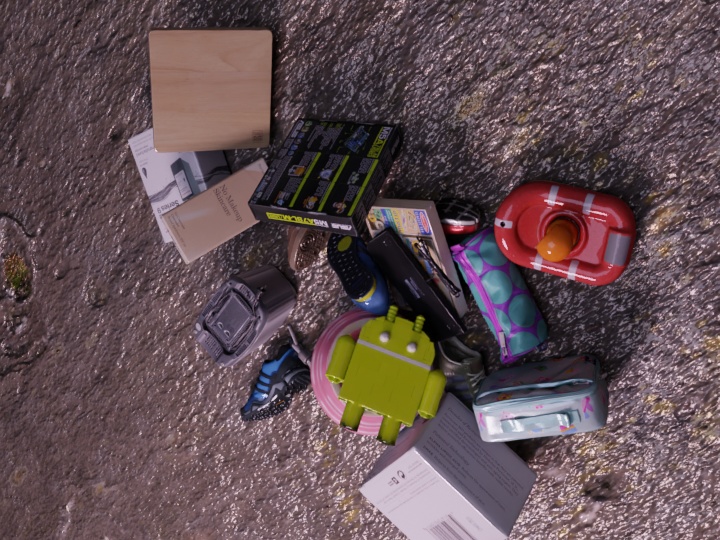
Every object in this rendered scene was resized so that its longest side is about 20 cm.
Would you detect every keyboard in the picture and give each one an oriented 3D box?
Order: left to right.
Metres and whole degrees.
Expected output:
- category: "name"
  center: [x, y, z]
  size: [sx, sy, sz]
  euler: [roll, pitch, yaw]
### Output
- category: "keyboard"
  center: [0.098, 0.017, 1.243]
  size: [0.201, 0.021, 0.127]
  euler: [52, 146, -6]

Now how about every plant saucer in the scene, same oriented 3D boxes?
- category: "plant saucer"
  center: [0.020, 0.154, 1.275]
  size: [0.196, 0.051, 0.205]
  euler: [1, 74, -5]

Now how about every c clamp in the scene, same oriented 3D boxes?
- category: "c clamp"
  center: [-0.055, 0.198, 1.397]
  size: [0.027, 0.172, 0.200]
  euler: [-39, 64, -12]

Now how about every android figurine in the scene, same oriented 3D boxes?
- category: "android figurine"
  center: [0.042, 0.155, 1.231]
  size: [0.179, 0.041, 0.203]
  euler: [22, 76, 1]

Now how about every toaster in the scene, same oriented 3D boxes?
- category: "toaster"
  center: [-0.200, 0.071, 1.453]
  size: [0.114, 0.129, 0.201]
  euler: [45, 120, 9]

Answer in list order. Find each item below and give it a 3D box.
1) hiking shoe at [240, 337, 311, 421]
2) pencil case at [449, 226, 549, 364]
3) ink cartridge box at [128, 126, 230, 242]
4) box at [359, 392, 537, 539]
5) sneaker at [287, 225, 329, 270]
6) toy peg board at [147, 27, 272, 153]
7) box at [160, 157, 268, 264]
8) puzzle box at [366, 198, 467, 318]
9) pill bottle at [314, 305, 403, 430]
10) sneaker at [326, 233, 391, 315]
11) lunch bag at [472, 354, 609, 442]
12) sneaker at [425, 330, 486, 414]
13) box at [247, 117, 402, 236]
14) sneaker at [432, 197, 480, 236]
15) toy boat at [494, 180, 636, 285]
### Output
- category: "hiking shoe"
  center: [-0.163, 0.213, 1.519]
  size: [0.200, 0.074, 0.088]
  euler: [-41, 58, 32]
- category: "pencil case"
  center: [0.212, 0.039, 1.238]
  size: [0.085, 0.092, 0.203]
  euler: [-29, 87, 48]
- category: "ink cartridge box"
  center: [-0.317, -0.170, 1.477]
  size: [0.144, 0.084, 0.204]
  euler: [-17, 96, 31]
- category: "box"
  center: [0.138, 0.340, 1.296]
  size: [0.200, 0.131, 0.199]
  euler: [42, 138, 2]
- category: "sneaker"
  center: [-0.093, -0.103, 1.394]
  size: [0.075, 0.070, 0.203]
  euler: [33, 113, 36]
- category: "toy peg board"
  center: [-0.256, -0.316, 1.365]
  size: [0.098, 0.196, 0.203]
  euler: [-122, 31, -54]
- category: "box"
  center: [-0.233, -0.102, 1.382]
  size: [0.096, 0.198, 0.078]
  euler: [58, 166, -7]
- category: "puzzle box"
  center: [0.085, -0.019, 1.263]
  size: [0.131, 0.025, 0.203]
  euler: [7, 129, 42]
- category: "pill bottle"
  center: [0.026, 0.167, 1.360]
  size: [0.201, 0.119, 0.120]
  euler: [49, 120, 8]
- category: "sneaker"
  center: [0.000, 0.000, 1.329]
  size: [0.066, 0.078, 0.201]
  euler: [-40, 40, 13]
- category: "lunch bag"
  center: [0.270, 0.189, 1.199]
  size: [0.196, 0.160, 0.079]
  euler: [-14, 96, 22]
- category: "sneaker"
  center: [0.171, 0.174, 1.311]
  size: [0.201, 0.067, 0.090]
  euler: [49, 126, 12]
- category: "box"
  center: [-0.054, -0.154, 1.281]
  size: [0.190, 0.202, 0.048]
  euler: [10, 146, 24]
- category: "sneaker"
  center: [0.110, -0.062, 1.287]
  size: [0.197, 0.077, 0.086]
  euler: [-2, 114, 40]
- category: "toy boat"
  center: [0.283, -0.049, 1.151]
  size: [0.197, 0.130, 0.133]
  euler: [16, 111, 24]
